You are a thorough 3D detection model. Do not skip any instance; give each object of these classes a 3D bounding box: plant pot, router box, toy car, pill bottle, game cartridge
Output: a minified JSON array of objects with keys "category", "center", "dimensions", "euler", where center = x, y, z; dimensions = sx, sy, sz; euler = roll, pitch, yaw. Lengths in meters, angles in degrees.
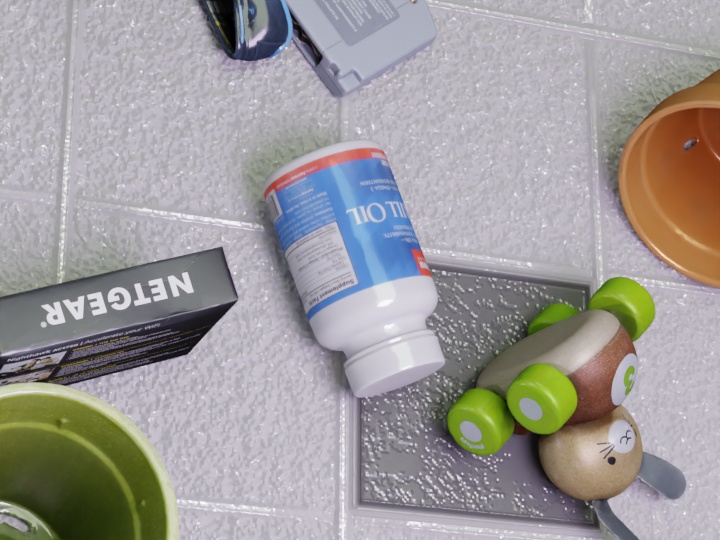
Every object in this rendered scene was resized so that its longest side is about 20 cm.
[{"category":"plant pot","center":[-0.255,0.206,1.532],"dimensions":[0.200,0.190,0.201],"euler":[8,67,-19]},{"category":"router box","center":[-0.211,0.046,1.634],"dimensions":[0.200,0.149,0.051],"euler":[-14,76,-26]},{"category":"toy car","center":[0.204,0.139,1.773],"dimensions":[0.200,0.158,0.164],"euler":[54,50,-8]},{"category":"plant pot","center":[0.352,-0.103,1.901],"dimensions":[0.200,0.200,0.140],"euler":[40,45,-3]},{"category":"pill bottle","center":[0.000,0.000,1.757],"dimensions":[0.112,0.112,0.200],"euler":[-15,77,-26]},{"category":"game cartridge","center":[-0.025,-0.267,1.893],"dimensions":[0.133,0.040,0.200],"euler":[-33,85,-25]}]

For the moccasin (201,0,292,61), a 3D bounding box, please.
[{"category":"moccasin","center":[-0.127,-0.278,1.829],"dimensions":[0.068,0.080,0.200],"euler":[-23,79,-38]}]
